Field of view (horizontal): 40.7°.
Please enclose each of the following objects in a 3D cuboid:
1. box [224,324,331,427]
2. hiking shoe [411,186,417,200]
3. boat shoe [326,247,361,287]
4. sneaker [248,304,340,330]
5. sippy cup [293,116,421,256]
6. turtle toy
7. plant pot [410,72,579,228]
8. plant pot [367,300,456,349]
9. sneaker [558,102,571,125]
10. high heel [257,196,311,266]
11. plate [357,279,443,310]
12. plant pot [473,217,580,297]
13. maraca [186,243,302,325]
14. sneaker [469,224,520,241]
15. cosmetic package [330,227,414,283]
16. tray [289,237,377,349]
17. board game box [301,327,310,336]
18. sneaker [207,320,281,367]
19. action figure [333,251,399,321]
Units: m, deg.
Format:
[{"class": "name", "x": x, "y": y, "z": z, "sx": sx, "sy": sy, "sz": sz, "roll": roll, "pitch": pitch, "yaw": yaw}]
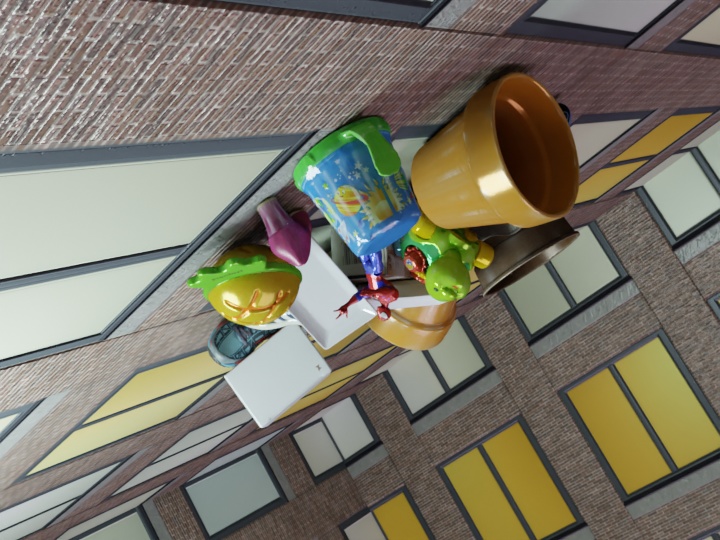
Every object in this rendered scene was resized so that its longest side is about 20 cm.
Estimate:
[{"class": "box", "x": -0.139, "y": 0.180, "z": 1.666, "sx": 0.151, "sy": 0.107, "sz": 0.200, "roll": -38, "pitch": 175, "yaw": -8}, {"class": "hiking shoe", "x": 0.120, "y": -0.117, "z": 1.561, "sx": 0.100, "sy": 0.076, "sz": 0.200, "roll": -27, "pitch": 169, "yaw": -40}, {"class": "boat shoe", "x": -0.034, "y": -0.007, "z": 1.643, "sx": 0.073, "sy": 0.067, "sz": 0.199, "roll": -34, "pitch": 156, "yaw": 23}, {"class": "sneaker", "x": -0.118, "y": 0.043, "z": 1.562, "sx": 0.196, "sy": 0.086, "sz": 0.075, "roll": -1, "pitch": -147, "yaw": 15}, {"class": "sippy cup", "x": 0.005, "y": -0.095, "z": 1.194, "sx": 0.138, "sy": 0.132, "sz": 0.178, "roll": -34, "pitch": 168, "yaw": 12}, {"class": "turtle toy", "x": 0.118, "y": -0.022, "z": 1.456, "sx": 0.102, "sy": 0.144, "sz": 0.200, "roll": -60, "pitch": -159, "yaw": 11}, {"class": "plant pot", "x": 0.174, "y": -0.144, "z": 1.349, "sx": 0.181, "sy": 0.204, "sz": 0.198, "roll": -19, "pitch": 180, "yaw": 42}, {"class": "plant pot", "x": 0.111, "y": 0.011, "z": 1.812, "sx": 0.198, "sy": 0.201, "sz": 0.185, "roll": -20, "pitch": 149, "yaw": -45}, {"class": "sneaker", "x": 0.269, "y": -0.219, "z": 1.541, "sx": 0.199, "sy": 0.070, "sz": 0.078, "roll": -39, "pitch": 156, "yaw": -24}, {"class": "high heel", "x": -0.084, "y": -0.034, "z": 1.305, "sx": 0.067, "sy": 0.097, "sz": 0.200, "roll": -30, "pitch": 169, "yaw": -3}, {"class": "plate", "x": 0.062, "y": 0.041, "z": 1.624, "sx": 0.195, "sy": 0.033, "sz": 0.200, "roll": -4, "pitch": 172, "yaw": -10}, {"class": "plant pot", "x": 0.250, "y": -0.093, "z": 1.701, "sx": 0.198, "sy": 0.201, "sz": 0.201, "roll": -29, "pitch": 169, "yaw": -6}, {"class": "maraca", "x": -0.153, "y": 0.015, "z": 1.313, "sx": 0.135, "sy": 0.109, "sz": 0.200, "roll": -20, "pitch": 163, "yaw": 12}, {"class": "sneaker", "x": 0.223, "y": -0.110, "z": 1.513, "sx": 0.106, "sy": 0.075, "sz": 0.199, "roll": -45, "pitch": -170, "yaw": -22}, {"class": "cosmetic package", "x": 0.042, "y": -0.025, "z": 1.586, "sx": 0.102, "sy": 0.089, "sz": 0.199, "roll": -7, "pitch": 175, "yaw": 29}, {"class": "tray", "x": -0.071, "y": 0.025, "z": 1.476, "sx": 0.106, "sy": 0.201, "sz": 0.022, "roll": -33, "pitch": -151, "yaw": 14}, {"class": "board game box", "x": -0.099, "y": 0.097, "z": 1.999, "sx": 0.125, "sy": 0.035, "sz": 0.200, "roll": -29, "pitch": 169, "yaw": -17}, {"class": "sneaker", "x": -0.180, "y": 0.087, "z": 1.666, "sx": 0.199, "sy": 0.080, "sz": 0.096, "roll": -35, "pitch": 168, "yaw": -39}, {"class": "action figure", "x": 0.000, "y": 0.000, "z": 1.425, "sx": 0.065, "sy": 0.203, "sz": 0.099, "roll": 15, "pitch": -138, "yaw": 45}]
